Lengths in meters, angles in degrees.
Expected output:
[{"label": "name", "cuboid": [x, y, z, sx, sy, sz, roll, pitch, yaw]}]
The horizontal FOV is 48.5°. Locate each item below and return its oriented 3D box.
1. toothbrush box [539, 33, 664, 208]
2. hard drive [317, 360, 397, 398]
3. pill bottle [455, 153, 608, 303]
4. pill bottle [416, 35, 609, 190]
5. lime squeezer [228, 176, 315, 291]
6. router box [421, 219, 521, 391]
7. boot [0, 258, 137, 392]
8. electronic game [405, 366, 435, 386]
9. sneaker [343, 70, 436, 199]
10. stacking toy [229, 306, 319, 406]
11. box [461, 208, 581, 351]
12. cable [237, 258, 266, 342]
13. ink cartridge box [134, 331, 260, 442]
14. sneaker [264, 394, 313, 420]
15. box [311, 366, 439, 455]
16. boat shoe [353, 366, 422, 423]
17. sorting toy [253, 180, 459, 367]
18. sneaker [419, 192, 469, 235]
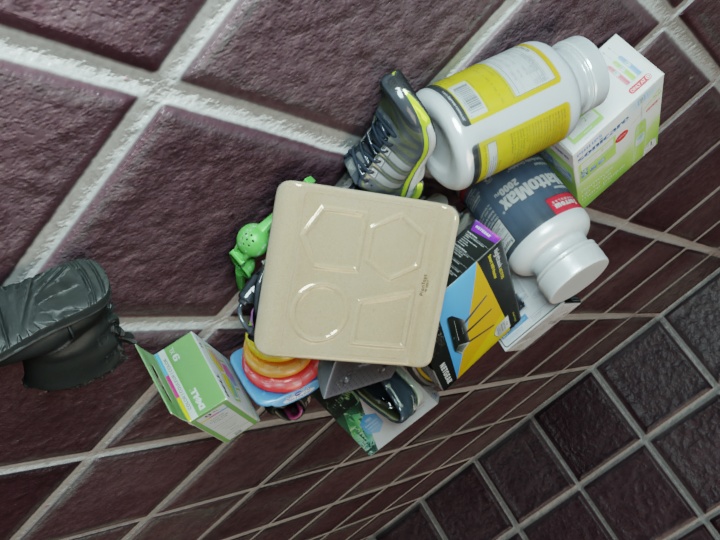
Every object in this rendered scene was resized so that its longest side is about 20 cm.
[{"label": "toothbrush box", "cuboid": [0.306, -0.183, 1.038, 0.145, 0.086, 0.200, -41, 155, 2]}, {"label": "hard drive", "cuboid": [0.019, 0.061, 0.984, 0.134, 0.042, 0.201, -11, 132, -43]}, {"label": "pill bottle", "cuboid": [0.224, -0.064, 1.033, 0.119, 0.200, 0.120, -28, 157, -13]}, {"label": "pill bottle", "cuboid": [0.159, -0.173, 0.847, 0.199, 0.112, 0.112, -27, 156, -15]}, {"label": "lime squeezer", "cuboid": [-0.119, -0.026, 0.889, 0.200, 0.038, 0.071, -55, 180, 39]}, {"label": "router box", "cuboid": [0.123, 0.049, 1.002, 0.149, 0.051, 0.200, -42, 146, -9]}, {"label": "boot", "cuboid": [-0.318, 0.072, 0.768, 0.197, 0.074, 0.163, -24, 158, -23]}, {"label": "electronic game", "cuboid": [0.102, 0.069, 1.176, 0.041, 0.201, 0.200, -5, 173, 32]}, {"label": "sneaker", "cuboid": [0.026, -0.123, 0.829, 0.081, 0.074, 0.200, -23, 153, -13]}, {"label": "stacking toy", "cuboid": [-0.105, 0.071, 1.028, 0.116, 0.110, 0.201, -23, 140, -24]}, {"label": "box", "cuboid": [0.203, 0.001, 1.135, 0.117, 0.201, 0.060, -44, 153, 29]}, {"label": "cable", "cuboid": [-0.070, 0.022, 0.939, 0.164, 0.051, 0.200, -68, 153, -9]}, {"label": "ink cartridge box", "cuboid": [-0.200, 0.145, 1.015, 0.059, 0.104, 0.200, -32, 157, -3]}, {"label": "sneaker", "cuboid": [-0.111, 0.198, 1.258, 0.080, 0.087, 0.200, -39, 157, 18]}, {"label": "box", "cuboid": [0.001, 0.166, 1.213, 0.144, 0.200, 0.036, -42, -176, 18]}, {"label": "boat shoe", "cuboid": [-0.004, 0.142, 1.140, 0.062, 0.200, 0.075, -35, 163, -52]}, {"label": "sorting toy", "cuboid": [-0.005, 0.007, 0.861, 0.199, 0.036, 0.186, 7, 100, -16]}, {"label": "sneaker", "cuboid": [0.067, -0.062, 1.022, 0.200, 0.076, 0.092, 8, 112, -53]}]
